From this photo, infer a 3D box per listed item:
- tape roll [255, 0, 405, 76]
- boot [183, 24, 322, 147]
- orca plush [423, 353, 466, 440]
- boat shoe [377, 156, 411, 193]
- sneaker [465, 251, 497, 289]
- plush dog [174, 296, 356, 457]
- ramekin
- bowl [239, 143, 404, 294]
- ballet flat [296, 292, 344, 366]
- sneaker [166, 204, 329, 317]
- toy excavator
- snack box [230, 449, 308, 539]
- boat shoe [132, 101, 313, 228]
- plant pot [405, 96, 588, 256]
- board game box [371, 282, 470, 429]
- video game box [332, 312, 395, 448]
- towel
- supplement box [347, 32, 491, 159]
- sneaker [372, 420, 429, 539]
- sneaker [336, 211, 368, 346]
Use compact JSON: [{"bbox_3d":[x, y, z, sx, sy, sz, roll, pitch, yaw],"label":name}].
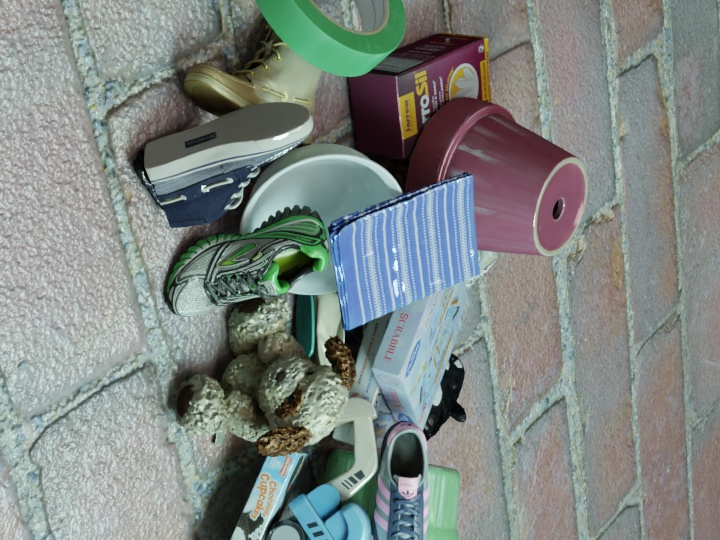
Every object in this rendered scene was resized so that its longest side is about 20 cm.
[{"bbox_3d":[-0.038,-0.318,1.426,0.199,0.048,0.203,25,49,-31],"label":"tape roll"},{"bbox_3d":[-0.108,-0.240,1.428,0.199,0.072,0.158,21,83,-49],"label":"boot"},{"bbox_3d":[0.117,0.191,1.778,0.200,0.070,0.107,-45,148,-60],"label":"orca plush"},{"bbox_3d":[0.090,-0.126,1.702,0.198,0.072,0.073,0,101,-44],"label":"boat shoe"},{"bbox_3d":[0.144,-0.005,1.781,0.075,0.091,0.203,20,85,-50],"label":"sneaker"},{"bbox_3d":[-0.093,0.149,1.476,0.201,0.170,0.161,-55,136,-26],"label":"plush dog"},{"bbox_3d":[0.039,0.297,1.663,0.199,0.198,0.099,20,78,-50],"label":"ramekin"},{"bbox_3d":[-0.051,-0.076,1.498,0.198,0.091,0.203,-8,129,-10],"label":"bowl"},{"bbox_3d":[-0.052,0.120,1.581,0.069,0.069,0.203,13,83,-51],"label":"ballet flat"},{"bbox_3d":[-0.128,-0.002,1.415,0.198,0.086,0.078,-27,128,2],"label":"sneaker"},{"bbox_3d":[-0.026,0.283,1.538,0.199,0.196,0.100,-34,167,-5],"label":"toy excavator"},{"bbox_3d":[-0.124,0.309,1.534,0.116,0.037,0.202,62,51,-81],"label":"snack box"},{"bbox_3d":[-0.139,-0.112,1.368,0.075,0.197,0.094,-98,173,-50],"label":"boat shoe"},{"bbox_3d":[0.184,-0.105,1.611,0.199,0.178,0.203,-26,126,-43],"label":"plant pot"},{"bbox_3d":[0.082,0.080,1.624,0.200,0.041,0.202,69,40,-61],"label":"board game box"},{"bbox_3d":[0.035,0.144,1.676,0.185,0.046,0.200,-71,161,-2],"label":"video game box"},{"bbox_3d":[0.055,-0.022,1.483,0.198,0.024,0.147,-22,123,-22],"label":"towel"},{"bbox_3d":[0.081,-0.231,1.647,0.199,0.085,0.112,-30,122,-42],"label":"supplement box"},{"bbox_3d":[0.050,0.282,1.527,0.082,0.069,0.203,107,-19,-75],"label":"sneaker"},{"bbox_3d":[0.000,0.000,1.621,0.076,0.075,0.203,-18,115,-41],"label":"sneaker"}]
